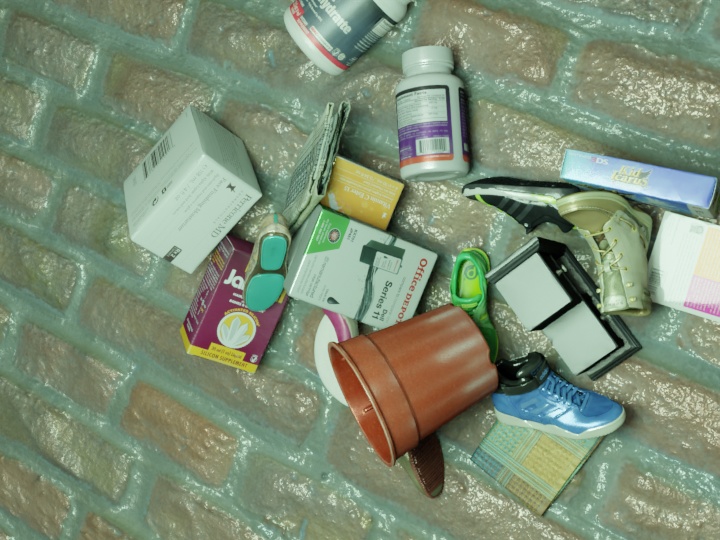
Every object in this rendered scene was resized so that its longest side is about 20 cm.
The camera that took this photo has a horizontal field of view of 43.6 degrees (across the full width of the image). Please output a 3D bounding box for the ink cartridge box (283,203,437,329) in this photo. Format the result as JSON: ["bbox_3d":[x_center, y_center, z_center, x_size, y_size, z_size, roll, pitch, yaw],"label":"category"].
[{"bbox_3d":[0.000,0.000,1.399,0.200,0.083,0.147,20,96,-14],"label":"ink cartridge box"}]

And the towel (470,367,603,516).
[{"bbox_3d":[0.280,0.259,1.394,0.147,0.022,0.200,38,105,21],"label":"towel"}]

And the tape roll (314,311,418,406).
[{"bbox_3d":[0.018,0.133,1.504,0.202,0.037,0.203,-1,88,24],"label":"tape roll"}]

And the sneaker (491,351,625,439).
[{"bbox_3d":[0.281,0.176,1.315,0.200,0.077,0.111,4,125,35],"label":"sneaker"}]

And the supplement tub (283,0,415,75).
[{"bbox_3d":[-0.014,-0.433,1.478,0.200,0.140,0.140,-39,74,18],"label":"supplement tub"}]

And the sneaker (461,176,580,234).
[{"bbox_3d":[0.246,-0.096,1.390,0.200,0.072,0.083,10,110,32],"label":"sneaker"}]

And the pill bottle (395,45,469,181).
[{"bbox_3d":[0.112,-0.248,1.433,0.111,0.111,0.201,-5,86,24],"label":"pill bottle"}]

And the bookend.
[{"bbox_3d":[0.295,0.060,1.294,0.092,0.200,0.199,-39,73,19],"label":"bookend"}]

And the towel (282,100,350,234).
[{"bbox_3d":[-0.083,-0.161,1.457,0.200,0.034,0.193,-41,29,57],"label":"towel"}]

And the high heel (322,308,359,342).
[{"bbox_3d":[-0.037,0.114,1.477,0.096,0.067,0.200,-40,79,17],"label":"high heel"}]

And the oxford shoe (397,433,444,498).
[{"bbox_3d":[0.073,0.276,1.455,0.075,0.070,0.200,-16,99,44],"label":"oxford shoe"}]

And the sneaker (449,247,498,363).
[{"bbox_3d":[0.169,0.064,1.413,0.074,0.084,0.201,-7,87,24],"label":"sneaker"}]

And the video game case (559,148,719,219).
[{"bbox_3d":[0.397,-0.119,1.263,0.200,0.181,0.046,16,94,24],"label":"video game case"}]

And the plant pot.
[{"bbox_3d":[0.083,0.154,1.322,0.195,0.201,0.201,-25,76,-14],"label":"plant pot"}]

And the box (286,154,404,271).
[{"bbox_3d":[-0.030,-0.078,1.472,0.124,0.097,0.200,20,99,-14],"label":"box"}]

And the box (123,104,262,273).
[{"bbox_3d":[-0.294,-0.142,1.552,0.199,0.131,0.200,-46,36,15],"label":"box"}]

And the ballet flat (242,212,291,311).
[{"bbox_3d":[-0.146,-0.016,1.434,0.200,0.068,0.067,115,154,-46],"label":"ballet flat"}]

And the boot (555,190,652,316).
[{"bbox_3d":[0.345,-0.020,1.253,0.072,0.200,0.155,-12,69,45],"label":"boot"}]

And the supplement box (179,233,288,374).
[{"bbox_3d":[-0.208,0.056,1.542,0.200,0.131,0.103,-66,24,10],"label":"supplement box"}]

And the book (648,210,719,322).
[{"bbox_3d":[0.514,0.006,1.283,0.200,0.048,0.134,20,97,25],"label":"book"}]
